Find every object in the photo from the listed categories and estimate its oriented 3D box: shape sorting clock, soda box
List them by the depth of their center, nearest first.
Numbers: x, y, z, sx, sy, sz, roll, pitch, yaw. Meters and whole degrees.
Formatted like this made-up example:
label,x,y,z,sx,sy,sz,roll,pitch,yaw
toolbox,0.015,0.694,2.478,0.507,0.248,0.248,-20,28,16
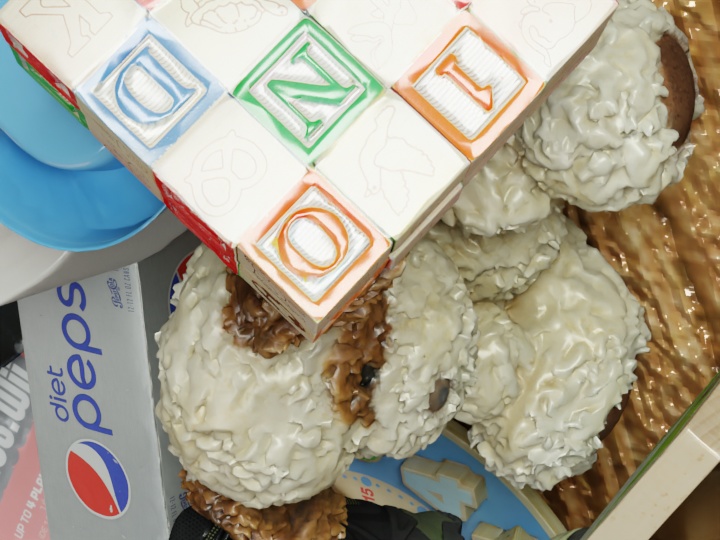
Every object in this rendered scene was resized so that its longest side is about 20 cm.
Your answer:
label,x,y,z,sx,sy,sz,roll,pitch,yaw
soda box,-0.084,0.035,0.944,0.068,0.063,0.201,11,117,35
shape sorting clock,0.009,0.122,0.993,0.199,0.039,0.201,25,139,25

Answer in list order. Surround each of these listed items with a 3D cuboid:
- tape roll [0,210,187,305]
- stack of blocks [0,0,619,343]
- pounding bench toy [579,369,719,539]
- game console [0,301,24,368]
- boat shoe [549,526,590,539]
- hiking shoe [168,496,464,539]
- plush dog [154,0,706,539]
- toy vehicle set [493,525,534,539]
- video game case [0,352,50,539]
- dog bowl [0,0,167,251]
label,x,y,z,sx,sy,sz,roll,pitch,yaw
tape roll,-0.131,-0.091,0.845,0.202,0.071,0.204,10,107,36
stack of blocks,0.015,-0.093,0.656,0.115,0.200,0.059,43,173,3
pounding bench toy,0.142,0.120,0.778,0.156,0.124,0.200,40,136,7
game console,-0.227,-0.026,1.005,0.200,0.170,0.118,54,169,0
boat shoe,0.146,0.165,0.886,0.201,0.072,0.066,51,130,-3
hiking shoe,-0.025,0.122,0.850,0.100,0.200,0.076,14,98,7
plush dog,0.000,0.000,0.778,0.160,0.172,0.201,30,141,19
toy vehicle set,0.103,0.200,0.890,0.026,0.124,0.200,-38,102,30
video game case,-0.201,0.067,1.105,0.200,0.017,0.143,32,113,17
dog bowl,-0.107,-0.095,0.748,0.200,0.050,0.112,43,121,18
